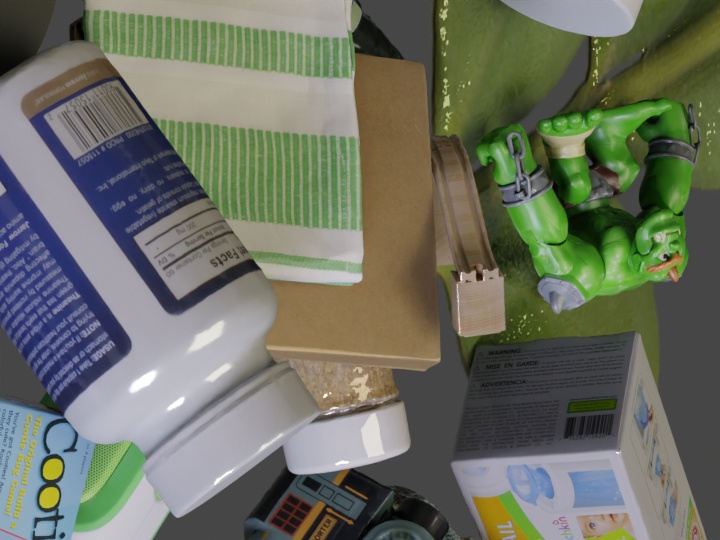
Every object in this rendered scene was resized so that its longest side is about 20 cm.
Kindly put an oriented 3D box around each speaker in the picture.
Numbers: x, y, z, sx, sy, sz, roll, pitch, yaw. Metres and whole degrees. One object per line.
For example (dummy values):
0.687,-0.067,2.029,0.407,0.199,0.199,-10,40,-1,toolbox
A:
-0.118,0.079,1.328,0.201,0.088,0.089,-58,140,-27,speaker

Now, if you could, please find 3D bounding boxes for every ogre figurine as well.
0.154,-0.043,1.676,0.200,0.097,0.121,-16,95,-68,ogre figurine

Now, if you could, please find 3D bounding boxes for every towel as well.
-0.065,-0.095,1.303,0.152,0.023,0.202,3,81,-29,towel

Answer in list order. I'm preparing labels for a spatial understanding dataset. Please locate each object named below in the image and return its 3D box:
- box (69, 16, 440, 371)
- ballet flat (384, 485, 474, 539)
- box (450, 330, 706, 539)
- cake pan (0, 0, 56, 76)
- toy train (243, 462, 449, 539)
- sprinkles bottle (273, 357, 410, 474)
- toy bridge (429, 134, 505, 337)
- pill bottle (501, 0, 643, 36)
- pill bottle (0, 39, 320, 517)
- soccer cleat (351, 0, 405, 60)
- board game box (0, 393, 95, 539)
-0.051,-0.037,1.332,0.199,0.021,0.165,5,75,-31,box
0.051,0.184,1.616,0.075,0.074,0.200,-66,152,-17,ballet flat
0.141,0.147,1.668,0.102,0.112,0.201,-74,151,-44,box
-0.202,-0.146,1.187,0.200,0.037,0.202,-21,117,-51,cake pan
-0.035,0.195,1.456,0.200,0.114,0.085,-54,160,-26,toy train
-0.024,0.004,1.406,0.068,0.068,0.201,-12,92,-52,sprinkles bottle
0.046,-0.037,1.423,0.200,0.027,0.068,-108,-167,-65,toy bridge
0.149,-0.250,1.582,0.114,0.114,0.201,36,70,-52,pill bottle
-0.108,0.006,1.193,0.111,0.111,0.200,-31,84,-46,pill bottle
-0.030,-0.147,1.408,0.200,0.067,0.082,31,65,-52,soccer cleat
-0.225,0.092,1.165,0.200,0.103,0.106,20,82,-55,board game box
